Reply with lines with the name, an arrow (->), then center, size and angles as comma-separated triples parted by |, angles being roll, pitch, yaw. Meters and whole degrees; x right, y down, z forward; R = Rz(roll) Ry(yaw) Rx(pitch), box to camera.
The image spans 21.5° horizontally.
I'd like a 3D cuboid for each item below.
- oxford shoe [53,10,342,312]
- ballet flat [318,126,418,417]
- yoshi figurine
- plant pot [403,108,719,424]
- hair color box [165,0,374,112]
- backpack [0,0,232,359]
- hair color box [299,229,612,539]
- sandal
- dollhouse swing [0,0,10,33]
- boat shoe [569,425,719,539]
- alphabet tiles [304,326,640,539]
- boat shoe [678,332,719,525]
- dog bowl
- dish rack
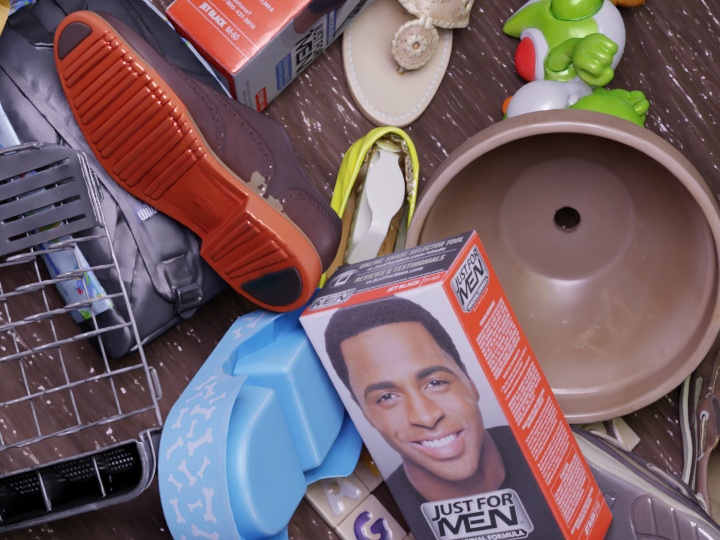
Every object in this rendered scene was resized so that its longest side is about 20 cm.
oxford shoe -> -0.088, -0.070, 1.047 | 0.200, 0.071, 0.073 | 50, 43, -14
ballet flat -> 0.000, 0.000, 1.171 | 0.066, 0.067, 0.202 | 16, 66, -12
yoshi figurine -> 0.158, -0.129, 1.256 | 0.112, 0.112, 0.202 | 25, 67, -17
plant pot -> 0.127, -0.014, 1.177 | 0.200, 0.202, 0.093 | 29, 25, -8
hair color box -> -0.025, -0.190, 1.173 | 0.064, 0.111, 0.200 | 42, 81, 8
backpack -> -0.149, -0.073, 1.114 | 0.163, 0.153, 0.201 | -39, 108, -22
hair color box -> 0.057, 0.086, 1.086 | 0.201, 0.101, 0.061 | 63, 35, -18
sandal -> 0.047, -0.201, 1.260 | 0.077, 0.070, 0.213 | 24, 65, -10
dollhouse swing -> -0.320, -0.103, 1.046 | 0.175, 0.181, 0.202 | 28, 64, -22
boat shoe -> 0.181, 0.152, 1.138 | 0.200, 0.075, 0.073 | 40, 32, 26
alphabet tiles -> 0.083, 0.133, 1.186 | 0.167, 0.008, 0.200 | 47, 63, 1
boat shoe -> 0.245, 0.113, 1.214 | 0.074, 0.075, 0.204 | 18, 66, -13
dog bowl -> -0.054, 0.090, 1.057 | 0.200, 0.049, 0.113 | -58, 136, -57
dish rack -> -0.189, 0.036, 1.038 | 0.054, 0.152, 0.202 | -14, 88, -66
